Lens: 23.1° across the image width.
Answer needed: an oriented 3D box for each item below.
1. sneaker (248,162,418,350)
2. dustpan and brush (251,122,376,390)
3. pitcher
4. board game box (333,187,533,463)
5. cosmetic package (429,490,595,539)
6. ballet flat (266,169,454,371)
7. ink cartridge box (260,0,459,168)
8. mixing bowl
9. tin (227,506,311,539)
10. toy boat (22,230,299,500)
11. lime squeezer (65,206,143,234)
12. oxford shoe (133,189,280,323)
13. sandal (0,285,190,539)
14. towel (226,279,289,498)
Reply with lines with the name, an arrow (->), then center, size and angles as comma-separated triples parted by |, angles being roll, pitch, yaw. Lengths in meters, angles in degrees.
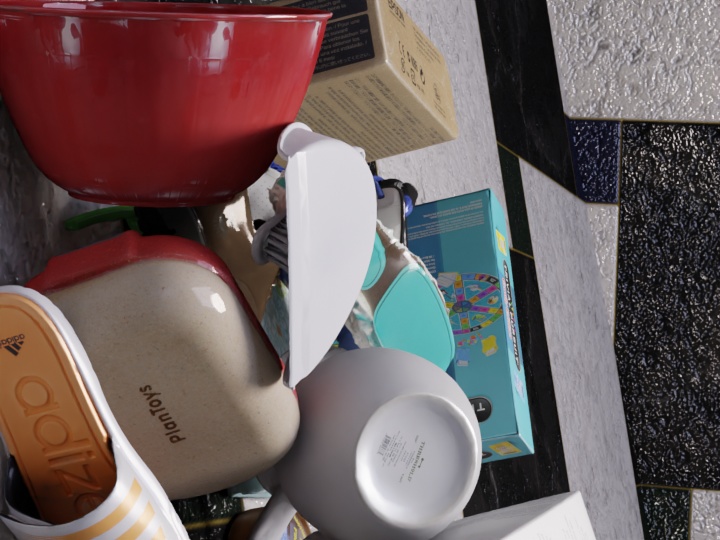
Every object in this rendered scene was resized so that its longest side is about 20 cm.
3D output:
sneaker -> -0.024, -0.041, 1.249 | 0.199, 0.115, 0.081 | 46, 8, -3
dustpan and brush -> -0.021, -0.034, 1.022 | 0.200, 0.057, 0.140 | -40, 135, -56
pitcher -> -0.012, 0.131, 1.102 | 0.200, 0.121, 0.172 | 2, -110, 69
board game box -> 0.042, 0.051, 1.325 | 0.047, 0.150, 0.201 | 49, 32, -60
cosmetic package -> 0.057, 0.200, 1.023 | 0.200, 0.107, 0.085 | -18, 89, -57
ballet flat -> 0.000, 0.000, 1.174 | 0.072, 0.071, 0.200 | -85, 151, -43
ink cartridge box -> -0.031, -0.137, 1.321 | 0.200, 0.164, 0.076 | 33, 47, -69
mixing bowl -> -0.117, -0.095, 0.989 | 0.200, 0.199, 0.109 | -30, 124, -73
tin -> -0.059, 0.260, 1.214 | 0.112, 0.042, 0.201 | 50, 34, -54
toy boat -> -0.115, 0.039, 1.008 | 0.200, 0.130, 0.131 | 64, 11, -45
lime squeezer -> -0.136, -0.016, 1.142 | 0.071, 0.038, 0.200 | -61, 152, -14
oxford shoe -> -0.079, 0.014, 1.128 | 0.073, 0.084, 0.201 | 40, -28, 36
sandal -> -0.157, 0.109, 0.911 | 0.207, 0.079, 0.059 | 65, 21, -19
towel -> -0.062, 0.081, 1.301 | 0.200, 0.048, 0.172 | 20, 58, -72
